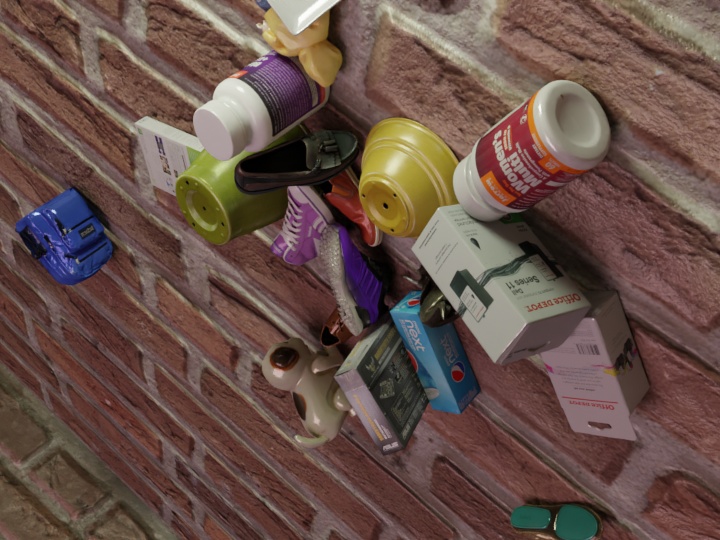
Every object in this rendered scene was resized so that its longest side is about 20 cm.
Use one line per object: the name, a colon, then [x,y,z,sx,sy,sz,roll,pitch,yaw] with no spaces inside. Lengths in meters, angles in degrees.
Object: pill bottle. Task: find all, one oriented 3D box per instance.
pill bottle: [-0.146,-0.244,1.353,0.110,0.200,0.113,29,141,27]
pill bottle: [0.202,-0.138,1.131,0.110,0.109,0.200,51,146,-2]

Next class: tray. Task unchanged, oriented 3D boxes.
tray: [-0.109,-0.425,1.243,0.201,0.107,0.022,52,177,-4]

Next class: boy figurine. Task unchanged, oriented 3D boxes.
boy figurine: [-0.087,-0.355,1.301,0.123,0.065,0.201,-29,103,33]

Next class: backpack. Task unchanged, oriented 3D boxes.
backpack: [-0.687,-0.072,2.181,0.167,0.162,0.202,-17,108,50]

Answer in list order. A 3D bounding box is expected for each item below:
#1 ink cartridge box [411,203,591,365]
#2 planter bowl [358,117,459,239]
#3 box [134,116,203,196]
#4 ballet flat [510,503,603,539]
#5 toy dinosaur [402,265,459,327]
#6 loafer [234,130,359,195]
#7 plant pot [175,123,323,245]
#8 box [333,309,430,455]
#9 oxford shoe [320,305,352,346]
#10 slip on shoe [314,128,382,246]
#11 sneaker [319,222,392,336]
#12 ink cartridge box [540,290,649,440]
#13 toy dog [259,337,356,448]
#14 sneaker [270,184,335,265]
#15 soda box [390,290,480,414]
ink cartridge box: [0.183,0.010,1.205,0.201,0.145,0.084,55,133,25]
planter bowl: [0.058,-0.112,1.348,0.199,0.083,0.203,31,142,27]
box: [-0.343,-0.201,1.774,0.198,0.036,0.146,27,139,33]
ballet flat: [0.343,0.433,1.567,0.065,0.071,0.199,34,158,-29]
toy dinosaur: [0.124,0.051,1.383,0.102,0.201,0.077,-33,111,19]
loafer: [-0.092,-0.163,1.373,0.063,0.197,0.073,104,146,-75]
plant pot: [-0.192,-0.145,1.509,0.199,0.193,0.203,30,142,27]
box: [0.049,0.181,1.532,0.048,0.200,0.160,-24,106,32]
oxford shoe: [-0.019,0.083,1.636,0.071,0.071,0.201,45,144,10]
slip on shoe: [-0.031,-0.122,1.450,0.202,0.061,0.074,58,159,-9]
sneaker: [0.000,0.000,1.511,0.069,0.098,0.203,38,148,53]
ink cartridge box: [0.322,0.130,1.284,0.114,0.068,0.202,0,121,48]
toy dog: [-0.101,0.217,1.758,0.200,0.194,0.139,44,159,-3]
sneaker: [-0.101,-0.072,1.483,0.073,0.113,0.201,55,175,34]
soda box: [0.124,0.135,1.523,0.067,0.064,0.202,2,123,48]
